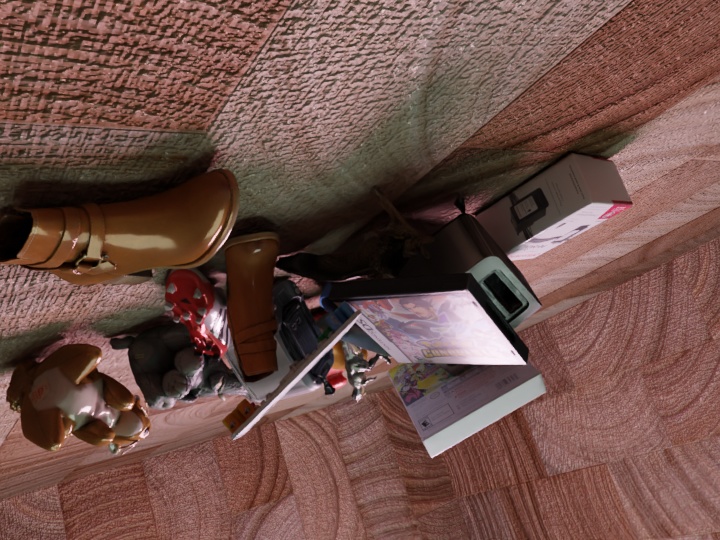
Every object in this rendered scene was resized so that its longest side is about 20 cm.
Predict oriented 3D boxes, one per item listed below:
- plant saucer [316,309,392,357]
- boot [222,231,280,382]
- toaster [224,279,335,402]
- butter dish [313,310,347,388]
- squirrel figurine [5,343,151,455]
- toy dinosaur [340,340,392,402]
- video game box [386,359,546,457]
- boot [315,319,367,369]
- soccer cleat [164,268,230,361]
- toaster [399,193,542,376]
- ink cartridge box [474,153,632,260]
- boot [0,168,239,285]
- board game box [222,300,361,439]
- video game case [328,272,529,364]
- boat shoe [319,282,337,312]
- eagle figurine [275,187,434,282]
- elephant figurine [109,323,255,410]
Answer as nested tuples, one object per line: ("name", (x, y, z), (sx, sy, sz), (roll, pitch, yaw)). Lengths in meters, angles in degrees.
("plant saucer", (0.027, 0.098, 1.010), (0.196, 0.028, 0.200), (18, -176, -1))
("boot", (-0.129, 0.049, 0.805), (0.072, 0.158, 0.200), (-6, 161, -16))
("toaster", (-0.131, 0.124, 1.016), (0.127, 0.203, 0.114), (-21, -163, 26))
("butter dish", (-0.068, 0.172, 1.333), (0.195, 0.151, 0.200), (-14, 164, -16))
("squirrel figurine", (-0.412, 0.201, 0.955), (0.196, 0.145, 0.187), (1, 157, 27))
("toy dinosaur", (0.001, 0.150, 1.130), (0.087, 0.203, 0.047), (-28, -148, -18))
("video game box", (0.156, 0.172, 0.995), (0.197, 0.183, 0.047), (-28, 120, -1))
("boot", (-0.081, 0.117, 1.130), (0.197, 0.072, 0.144), (18, 164, 5))
("soccer cleat", (-0.215, 0.045, 0.879), (0.067, 0.087, 0.202), (7, 143, 9))
("toaster", (0.146, 0.032, 0.945), (0.180, 0.120, 0.200), (-40, 126, 12))
("ink cartridge box", (0.299, -0.092, 1.011), (0.143, 0.085, 0.199), (-5, 159, -44))
("boot", (-0.218, -0.044, 0.571), (0.197, 0.079, 0.154), (-20, 163, 29))
("board game box", (-0.087, 0.127, 0.806), (0.200, 0.026, 0.200), (-44, 176, -14))
("video game case", (0.085, 0.067, 0.800), (0.197, 0.026, 0.181), (-5, 144, 37))
("boat shoe", (-0.018, 0.075, 1.157), (0.086, 0.068, 0.200), (-66, 161, 0))
("eagle figurine", (0.002, -0.003, 0.868), (0.198, 0.153, 0.151), (-33, -179, 26))
("elephant figurine", (-0.269, 0.161, 1.031), (0.140, 0.158, 0.200), (-28, 160, 8))
